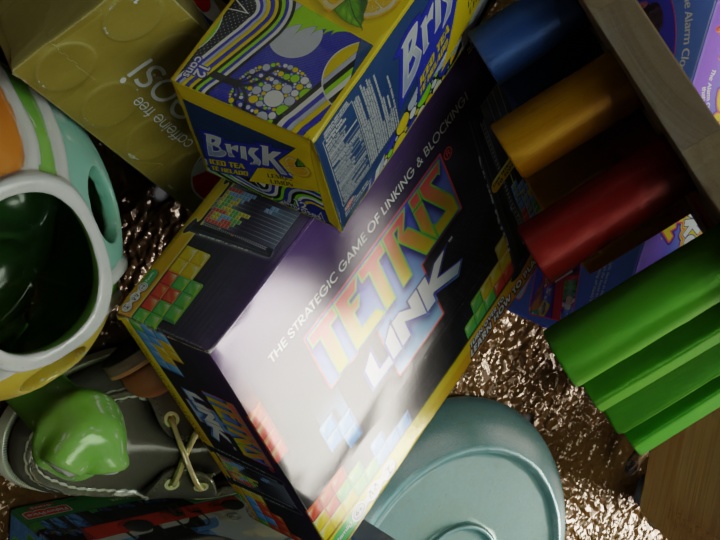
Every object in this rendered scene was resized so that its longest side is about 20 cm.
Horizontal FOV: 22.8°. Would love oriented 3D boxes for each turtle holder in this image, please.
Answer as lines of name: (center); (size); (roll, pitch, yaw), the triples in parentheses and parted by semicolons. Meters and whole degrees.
turtle holder: (-0.163, 0.003, 0.734); (0.140, 0.131, 0.187); (-7, 110, -36)

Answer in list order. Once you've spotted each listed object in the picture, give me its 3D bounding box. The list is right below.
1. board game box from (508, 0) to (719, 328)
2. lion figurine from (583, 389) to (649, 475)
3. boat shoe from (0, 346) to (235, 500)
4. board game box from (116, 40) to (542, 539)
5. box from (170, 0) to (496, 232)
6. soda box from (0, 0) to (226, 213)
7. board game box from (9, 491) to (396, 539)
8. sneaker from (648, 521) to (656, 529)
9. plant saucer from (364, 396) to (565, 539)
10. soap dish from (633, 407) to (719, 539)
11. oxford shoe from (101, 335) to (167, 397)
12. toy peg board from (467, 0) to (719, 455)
board game box: (0.127, -0.067, 0.928); (0.045, 0.134, 0.201); (9, 100, -39)
lion figurine: (0.185, 0.018, 1.055); (0.122, 0.072, 0.201); (-42, 141, -34)
boat shoe: (-0.078, 0.076, 0.870); (0.201, 0.060, 0.073); (-5, 108, -36)
board game box: (0.000, 0.000, 0.790); (0.200, 0.056, 0.166); (-54, 145, -22)
box: (0.011, -0.120, 0.722); (0.200, 0.070, 0.064); (-56, 156, -23)
soda box: (-0.078, -0.081, 0.764); (0.068, 0.064, 0.200); (-34, 147, 10)
board game box: (-0.052, 0.147, 0.825); (0.151, 0.200, 0.037); (-7, 110, -35)
sneaker: (0.254, 0.108, 1.134); (0.199, 0.075, 0.107); (-8, 106, -45)
plant saucer: (0.048, 0.171, 1.022); (0.199, 0.027, 0.201); (-13, 112, -34)
soap dish: (0.216, 0.043, 0.939); (0.200, 0.081, 0.158); (-50, 152, -46)
oxford shoe: (-0.033, 0.023, 0.857); (0.199, 0.071, 0.072); (-26, 96, -36)
toy peg board: (0.108, -0.025, 0.754); (0.098, 0.200, 0.200); (-32, 156, 7)
